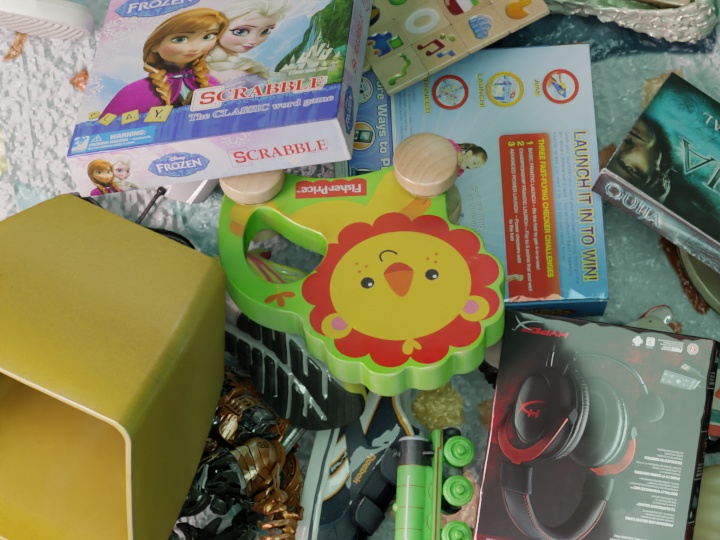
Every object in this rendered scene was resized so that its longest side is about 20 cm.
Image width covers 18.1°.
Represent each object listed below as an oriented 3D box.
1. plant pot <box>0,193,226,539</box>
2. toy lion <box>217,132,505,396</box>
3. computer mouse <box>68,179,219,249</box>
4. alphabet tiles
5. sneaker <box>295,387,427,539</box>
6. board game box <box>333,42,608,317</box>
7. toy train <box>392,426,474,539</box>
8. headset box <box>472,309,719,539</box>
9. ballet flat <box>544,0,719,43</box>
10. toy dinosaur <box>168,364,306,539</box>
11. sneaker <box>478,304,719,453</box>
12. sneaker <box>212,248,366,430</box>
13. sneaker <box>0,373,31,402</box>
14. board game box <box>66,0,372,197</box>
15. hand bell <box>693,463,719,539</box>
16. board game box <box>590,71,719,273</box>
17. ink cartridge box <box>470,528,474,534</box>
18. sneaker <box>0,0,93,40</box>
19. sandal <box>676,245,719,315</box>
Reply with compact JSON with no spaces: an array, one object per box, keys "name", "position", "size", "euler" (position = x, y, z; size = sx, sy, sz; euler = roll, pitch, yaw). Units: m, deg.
[{"name":"plant pot","position":[-0.193,0.068,1.532],"size":[0.199,0.200,0.177],"euler":[23,52,16]},{"name":"toy lion","position":[0.000,0.000,1.566],"size":[0.199,0.069,0.192],"euler":[-2,55,2]},{"name":"computer mouse","position":[-0.132,-0.093,1.699],"size":[0.109,0.044,0.200],"euler":[32,84,7]},{"name":"alphabet tiles","position":[0.049,-0.211,1.686],"size":[0.200,0.006,0.167],"euler":[-28,48,-3]},{"name":"sneaker","position":[0.003,0.146,1.643],"size":[0.079,0.078,0.201],"euler":[11,80,9]},{"name":"board game box","position":[0.078,-0.062,1.673],"size":[0.195,0.056,0.201],"euler":[-2,75,1]},{"name":"toy train","position":[0.048,0.205,1.578],"size":[0.056,0.042,0.201],"euler":[6,71,-11]},{"name":"headset box","position":[0.162,0.136,1.569],"size":[0.148,0.075,0.201],"euler":[9,89,13]},{"name":"ballet flat","position":[0.177,-0.225,1.701],"size":[0.199,0.072,0.072],"euler":[13,82,4]},{"name":"toy dinosaur","position":[-0.090,0.150,1.610],"size":[0.136,0.200,0.102],"euler":[-36,111,10]},{"name":"sneaker","position":[0.187,0.067,1.660],"size":[0.199,0.070,0.094],"euler":[16,75,3]},{"name":"sneaker","position":[-0.048,0.038,1.629],"size":[0.090,0.078,0.200],"euler":[-21,44,-30]},{"name":"sneaker","position":[-0.231,0.120,1.656],"size":[0.200,0.074,0.116],"euler":[-31,79,-4]},{"name":"board game box","position":[-0.097,-0.143,1.630],"size":[0.199,0.041,0.200],"euler":[-8,40,12]},{"name":"hand bell","position":[0.191,0.168,1.646],"size":[0.199,0.104,0.105],"euler":[4,81,15]},{"name":"board game box","position":[0.281,-0.049,1.655],"size":[0.200,0.028,0.135],"euler":[33,47,6]},{"name":"ink cartridge box","position":[0.069,0.290,1.607],"size":[0.145,0.048,0.201],"euler":[-11,81,-28]},{"name":"sneaker","position":[-0.289,-0.236,1.710],"size":[0.199,0.074,0.082],"euler":[18,86,3]},{"name":"sandal","position":[0.307,0.029,1.663],"size":[0.080,0.057,0.201],"euler":[-31,81,-3]}]
